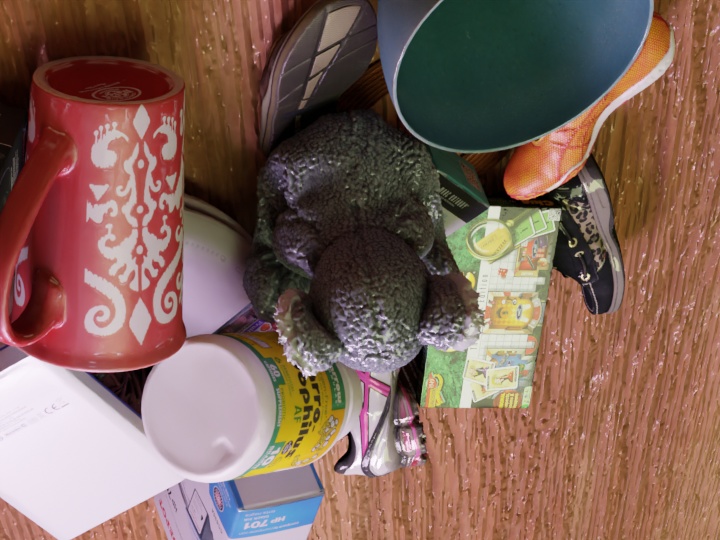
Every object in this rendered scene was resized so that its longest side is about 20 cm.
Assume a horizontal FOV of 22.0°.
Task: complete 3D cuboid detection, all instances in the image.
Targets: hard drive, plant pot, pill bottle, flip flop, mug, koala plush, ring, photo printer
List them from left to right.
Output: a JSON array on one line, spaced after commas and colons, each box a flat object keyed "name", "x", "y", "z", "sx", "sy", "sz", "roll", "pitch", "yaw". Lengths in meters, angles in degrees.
[{"name": "hard drive", "x": -0.244, "y": 0.134, "z": 1.455, "sx": 0.132, "sy": 0.025, "sz": 0.200, "roll": -28, "pitch": 135, "yaw": 15}, {"name": "mug", "x": -0.187, "y": -0.036, "z": 1.322, "sx": 0.133, "sy": 0.178, "sz": 0.200, "roll": 8, "pitch": 113, "yaw": 2}, {"name": "photo printer", "x": -0.186, "y": 0.017, "z": 1.514, "sx": 0.200, "sy": 0.069, "sz": 0.166, "roll": -38, "pitch": 143, "yaw": 18}, {"name": "pill bottle", "x": -0.077, "y": 0.104, "z": 1.465, "sx": 0.113, "sy": 0.113, "sz": 0.200, "roll": -39, "pitch": 164, "yaw": 19}, {"name": "flip flop", "x": -0.043, "y": -0.152, "z": 1.406, "sx": 0.081, "sy": 0.058, "sz": 0.200, "roll": -17, "pitch": 159, "yaw": -19}, {"name": "koala plush", "x": 0.000, "y": 0.000, "z": 1.401, "sx": 0.177, "sy": 0.200, "sz": 0.184, "roll": -4, "pitch": 130, "yaw": -5}, {"name": "ring", "x": 0.053, "y": -0.113, "z": 1.538, "sx": 0.200, "sy": 0.019, "sz": 0.201, "roll": -17, "pitch": 145, "yaw": -13}, {"name": "plant pot", "x": 0.094, "y": -0.203, "z": 1.346, "sx": 0.200, "sy": 0.135, "sz": 0.200, "roll": -16, "pitch": 143, "yaw": -12}]

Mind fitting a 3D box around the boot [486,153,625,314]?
[{"name": "boot", "x": 0.155, "y": -0.015, "z": 1.682, "sx": 0.154, "sy": 0.074, "sz": 0.204, "roll": -21, "pitch": 138, "yaw": -3}]

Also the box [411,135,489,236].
[{"name": "box", "x": 0.002, "y": -0.033, "z": 1.553, "sx": 0.200, "sy": 0.049, "sz": 0.082, "roll": -34, "pitch": 142, "yaw": 21}]

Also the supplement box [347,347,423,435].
[{"name": "supplement box", "x": 0.044, "y": 0.091, "z": 1.719, "sx": 0.200, "sy": 0.061, "sz": 0.109, "roll": -25, "pitch": -179, "yaw": 1}]

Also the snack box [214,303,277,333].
[{"name": "snack box", "x": -0.139, "y": 0.093, "z": 1.656, "sx": 0.200, "sy": 0.053, "sz": 0.142, "roll": -36, "pitch": 145, "yaw": 15}]

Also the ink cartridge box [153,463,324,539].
[{"name": "ink cartridge box", "x": -0.111, "y": 0.199, "z": 1.637, "sx": 0.086, "sy": 0.147, "sz": 0.200, "roll": -9, "pitch": 143, "yaw": -25}]

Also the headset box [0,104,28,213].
[{"name": "headset box", "x": -0.299, "y": -0.004, "z": 1.301, "sx": 0.075, "sy": 0.200, "sz": 0.149, "roll": 14, "pitch": 138, "yaw": -1}]

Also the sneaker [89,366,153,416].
[{"name": "sneaker", "x": -0.181, "y": 0.095, "z": 1.495, "sx": 0.200, "sy": 0.076, "sz": 0.116, "roll": -11, "pitch": 142, "yaw": -20}]

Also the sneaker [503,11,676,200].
[{"name": "sneaker", "x": 0.175, "y": -0.144, "z": 1.544, "sx": 0.077, "sy": 0.073, "sz": 0.200, "roll": 22, "pitch": 117, "yaw": -31}]

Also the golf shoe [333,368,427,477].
[{"name": "golf shoe", "x": -0.004, "y": 0.085, "z": 1.627, "sx": 0.092, "sy": 0.200, "sz": 0.073, "roll": -13, "pitch": -178, "yaw": -1}]

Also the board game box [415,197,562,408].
[{"name": "board game box", "x": 0.111, "y": 0.031, "z": 1.624, "sx": 0.105, "sy": 0.023, "sz": 0.200, "roll": 2, "pitch": 116, "yaw": -10}]
